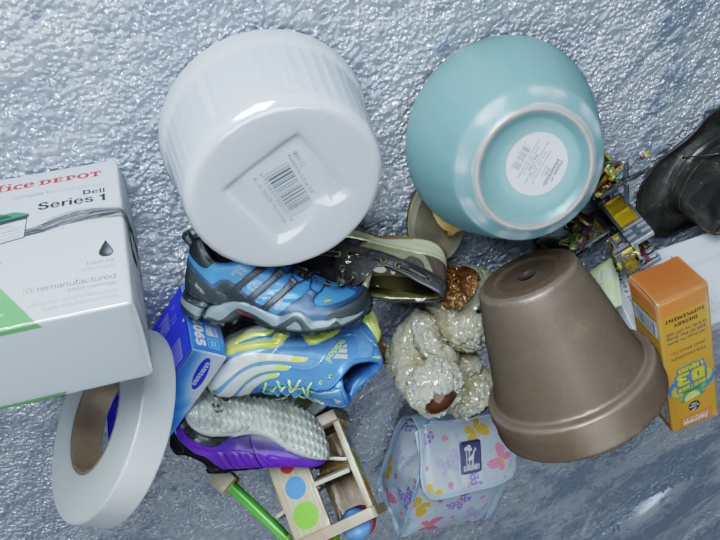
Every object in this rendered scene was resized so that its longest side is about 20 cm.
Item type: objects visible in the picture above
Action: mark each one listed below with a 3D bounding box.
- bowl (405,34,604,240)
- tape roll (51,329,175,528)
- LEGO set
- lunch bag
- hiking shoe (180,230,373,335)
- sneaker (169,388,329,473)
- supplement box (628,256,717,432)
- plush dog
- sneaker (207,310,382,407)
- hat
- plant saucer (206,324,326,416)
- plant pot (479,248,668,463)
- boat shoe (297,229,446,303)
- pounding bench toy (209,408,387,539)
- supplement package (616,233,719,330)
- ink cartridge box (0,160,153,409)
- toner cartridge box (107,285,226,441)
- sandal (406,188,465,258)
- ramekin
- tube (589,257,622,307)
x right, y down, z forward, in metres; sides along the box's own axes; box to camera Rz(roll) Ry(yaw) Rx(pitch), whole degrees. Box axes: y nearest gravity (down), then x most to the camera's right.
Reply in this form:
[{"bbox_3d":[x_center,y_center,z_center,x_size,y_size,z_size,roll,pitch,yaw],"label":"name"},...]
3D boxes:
[{"bbox_3d":[0.147,-0.110,0.711,0.197,0.105,0.204,-3,115,-6],"label":"bowl"},{"bbox_3d":[-0.254,0.154,0.767,0.037,0.204,0.203,22,121,-38],"label":"tape roll"},{"bbox_3d":[0.258,-0.047,0.857,0.152,0.117,0.201,-26,136,2],"label":"LEGO set"},{"bbox_3d":[0.131,0.288,1.120,0.167,0.128,0.203,-2,126,-25],"label":"lunch bag"},{"bbox_3d":[-0.083,0.012,0.754,0.196,0.075,0.088,4,106,-2],"label":"hiking shoe"},{"bbox_3d":[-0.134,0.203,0.892,0.198,0.070,0.100,22,123,-29],"label":"sneaker"},{"bbox_3d":[0.364,0.089,0.873,0.066,0.069,0.202,-22,123,-1],"label":"supplement box"},{"bbox_3d":[0.107,0.071,0.915,0.173,0.160,0.199,-55,149,6],"label":"plush dog"},{"bbox_3d":[-0.065,0.104,0.796,0.197,0.106,0.076,-24,134,-4],"label":"sneaker"},{"bbox_3d":[0.444,-0.099,0.917,0.197,0.082,0.203,-13,136,-13],"label":"hat"},{"bbox_3d":[-0.116,0.122,0.904,0.197,0.051,0.202,-12,135,-12],"label":"plant saucer"},{"bbox_3d":[0.215,0.078,0.827,0.198,0.201,0.177,-26,108,2],"label":"plant pot"},{"bbox_3d":[0.000,0.000,0.808,0.196,0.066,0.074,0,139,-6],"label":"boat shoe"},{"bbox_3d":[-0.082,0.299,0.984,0.197,0.158,0.124,-25,163,1],"label":"pounding bench toy"},{"bbox_3d":[0.411,0.032,0.983,0.197,0.115,0.110,-17,163,-6],"label":"supplement package"},{"bbox_3d":[-0.258,0.004,0.623,0.144,0.201,0.085,-12,133,-13],"label":"ink cartridge box"},{"bbox_3d":[-0.218,0.122,0.827,0.043,0.096,0.201,17,123,-36],"label":"toner cartridge box"},{"bbox_3d":[0.106,-0.084,0.801,0.079,0.054,0.202,3,130,-25],"label":"sandal"},{"bbox_3d":[-0.076,-0.099,0.676,0.197,0.098,0.203,-12,135,-12],"label":"ramekin"},{"bbox_3d":[0.255,0.058,0.967,0.051,0.059,0.200,-14,160,-43],"label":"tube"}]
